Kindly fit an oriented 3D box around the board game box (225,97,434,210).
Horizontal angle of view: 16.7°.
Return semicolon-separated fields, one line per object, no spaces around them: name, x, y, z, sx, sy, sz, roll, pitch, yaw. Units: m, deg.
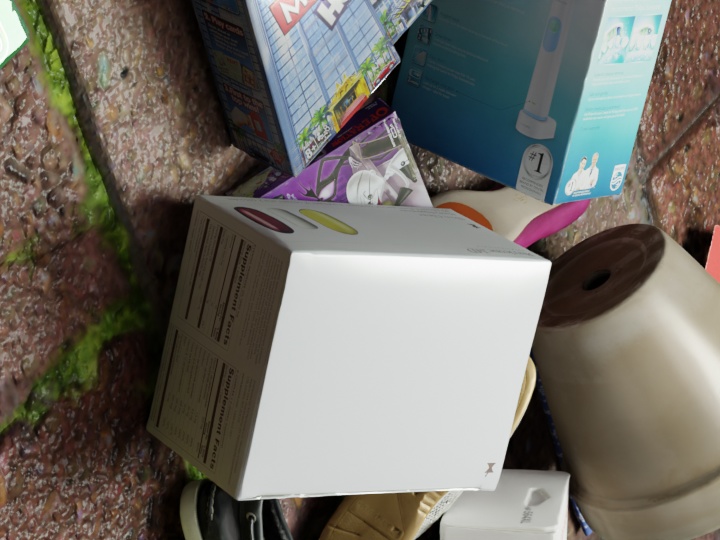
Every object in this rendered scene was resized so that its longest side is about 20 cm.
board game box;0.000;0.000;1.588;0.120;0.032;0.201;-31;128;-9

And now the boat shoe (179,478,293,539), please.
boat shoe;-0.045;0.215;1.547;0.200;0.066;0.075;69;22;-10

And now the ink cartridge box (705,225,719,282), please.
ink cartridge box;0.312;0.076;2.008;0.161;0.050;0.201;16;88;-62

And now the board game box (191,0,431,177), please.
board game box;-0.031;-0.196;1.464;0.200;0.062;0.200;-49;140;-16

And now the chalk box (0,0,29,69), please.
chalk box;-0.254;-0.133;1.187;0.200;0.124;0.124;-52;136;-31

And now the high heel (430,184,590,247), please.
high heel;0.092;-0.021;1.719;0.200;0.067;0.096;-31;153;-27

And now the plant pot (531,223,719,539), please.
plant pot;0.206;0.069;1.768;0.200;0.199;0.174;-50;118;-31

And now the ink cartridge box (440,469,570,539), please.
ink cartridge box;0.099;0.252;1.726;0.146;0.084;0.201;-54;146;-76

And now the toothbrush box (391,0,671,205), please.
toothbrush box;0.115;-0.162;1.603;0.085;0.146;0.201;-11;119;-50

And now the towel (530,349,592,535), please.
towel;0.192;0.086;1.894;0.145;0.024;0.201;-45;132;-34

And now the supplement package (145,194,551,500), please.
supplement package;-0.006;0.046;1.504;0.199;0.111;0.157;2;108;-37

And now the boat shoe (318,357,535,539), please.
boat shoe;0.042;0.127;1.655;0.200;0.071;0.069;-49;176;2
